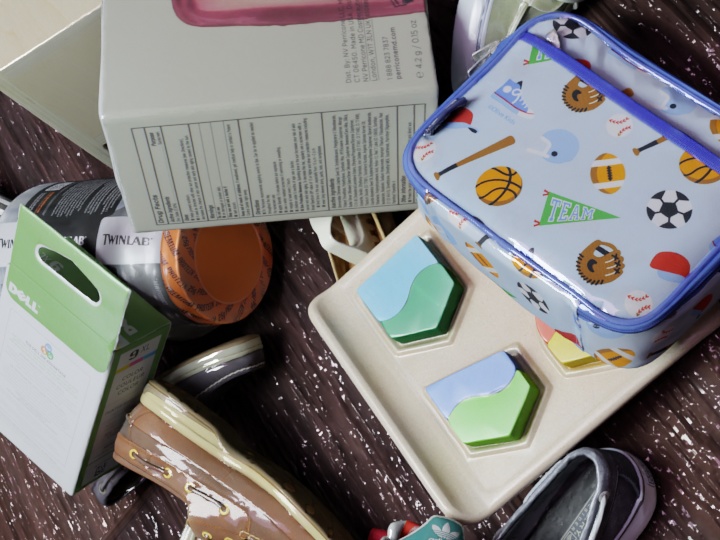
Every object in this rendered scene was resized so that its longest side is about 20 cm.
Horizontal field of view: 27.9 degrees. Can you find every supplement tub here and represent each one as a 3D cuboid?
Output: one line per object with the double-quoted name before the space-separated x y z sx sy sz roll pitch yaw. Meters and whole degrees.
"supplement tub" -0.169 -0.009 1.072 0.200 0.123 0.123 -2 84 40

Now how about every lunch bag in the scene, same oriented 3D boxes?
"lunch bag" 0.130 -0.054 0.818 0.160 0.076 0.200 -44 63 -10

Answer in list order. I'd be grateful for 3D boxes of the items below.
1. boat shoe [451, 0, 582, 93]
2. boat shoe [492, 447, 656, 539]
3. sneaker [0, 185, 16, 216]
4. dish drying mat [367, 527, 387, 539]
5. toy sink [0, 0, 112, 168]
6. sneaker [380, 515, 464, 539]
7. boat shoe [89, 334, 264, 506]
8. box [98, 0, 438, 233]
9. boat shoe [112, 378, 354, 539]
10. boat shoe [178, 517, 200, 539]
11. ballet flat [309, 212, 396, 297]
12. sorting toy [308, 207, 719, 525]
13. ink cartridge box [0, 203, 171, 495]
"boat shoe" 0.113 -0.189 0.888 0.062 0.072 0.200 24 100 35
"boat shoe" 0.094 0.187 0.847 0.072 0.068 0.200 45 107 38
"sneaker" -0.357 -0.020 1.276 0.200 0.076 0.115 -10 71 31
"dish drying mat" 0.078 0.223 0.910 0.200 0.018 0.077 10 90 41
"toy sink" -0.203 -0.181 1.098 0.112 0.200 0.130 -30 65 9
"sneaker" 0.024 0.208 0.889 0.200 0.070 0.093 116 177 -62
"boat shoe" -0.137 0.112 1.072 0.200 0.072 0.065 -33 80 29
"box" -0.054 -0.107 0.909 0.200 0.128 0.109 -4 58 -1
"boat shoe" -0.082 0.156 0.975 0.200 0.072 0.068 37 90 16
"boat shoe" -0.097 0.237 1.028 0.074 0.076 0.200 16 87 12
"ballet flat" 0.000 0.000 0.968 0.069 0.063 0.200 -34 65 35
"sorting toy" 0.084 0.023 0.868 0.200 0.036 0.185 -40 61 7
"ink cartridge box" -0.194 0.048 0.995 0.104 0.059 0.200 38 130 19
